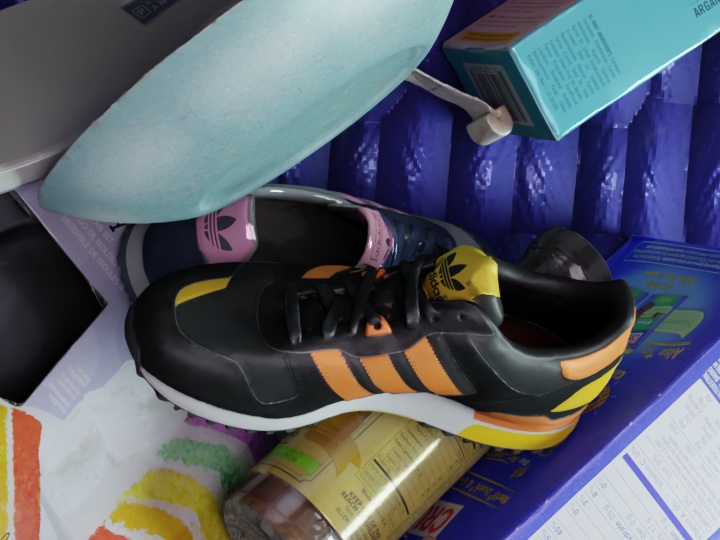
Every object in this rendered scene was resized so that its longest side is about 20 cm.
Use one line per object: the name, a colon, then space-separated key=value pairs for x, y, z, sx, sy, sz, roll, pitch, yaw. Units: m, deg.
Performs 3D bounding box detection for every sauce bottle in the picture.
sauce bottle: x=0.029 y=0.057 z=1.000 sx=0.200 sy=0.065 sz=0.065 roll=-42 pitch=107 yaw=-25

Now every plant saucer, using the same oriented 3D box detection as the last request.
plant saucer: x=-0.029 y=-0.068 z=0.886 sx=0.201 sy=0.201 sz=0.039 roll=-35 pitch=85 yaw=-13

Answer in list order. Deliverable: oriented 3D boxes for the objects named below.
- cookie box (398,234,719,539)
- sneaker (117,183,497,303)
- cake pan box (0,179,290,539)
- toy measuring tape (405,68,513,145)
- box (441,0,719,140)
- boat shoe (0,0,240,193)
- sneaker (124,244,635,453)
cookie box: x=0.103 y=0.080 z=1.030 sx=0.200 sy=0.171 sz=0.075 roll=-41 pitch=105 yaw=-11
sneaker: x=0.000 y=0.000 z=1.009 sx=0.200 sy=0.082 sz=0.070 roll=2 pitch=75 yaw=-39
cake pan box: x=-0.128 y=0.056 z=0.969 sx=0.200 sy=0.052 sz=0.184 roll=53 pitch=47 yaw=-16
toy measuring tape: x=-0.031 y=-0.081 z=1.016 sx=0.200 sy=0.074 sz=0.074 roll=26 pitch=86 yaw=-16
box: x=0.140 y=-0.133 z=1.070 sx=0.200 sy=0.082 sz=0.049 roll=-34 pitch=106 yaw=-13
boat shoe: x=-0.094 y=-0.075 z=0.913 sx=0.070 sy=0.072 sz=0.201 roll=41 pitch=59 yaw=21
sneaker: x=0.012 y=0.016 z=0.911 sx=0.200 sy=0.090 sz=0.070 roll=8 pitch=52 yaw=-22
